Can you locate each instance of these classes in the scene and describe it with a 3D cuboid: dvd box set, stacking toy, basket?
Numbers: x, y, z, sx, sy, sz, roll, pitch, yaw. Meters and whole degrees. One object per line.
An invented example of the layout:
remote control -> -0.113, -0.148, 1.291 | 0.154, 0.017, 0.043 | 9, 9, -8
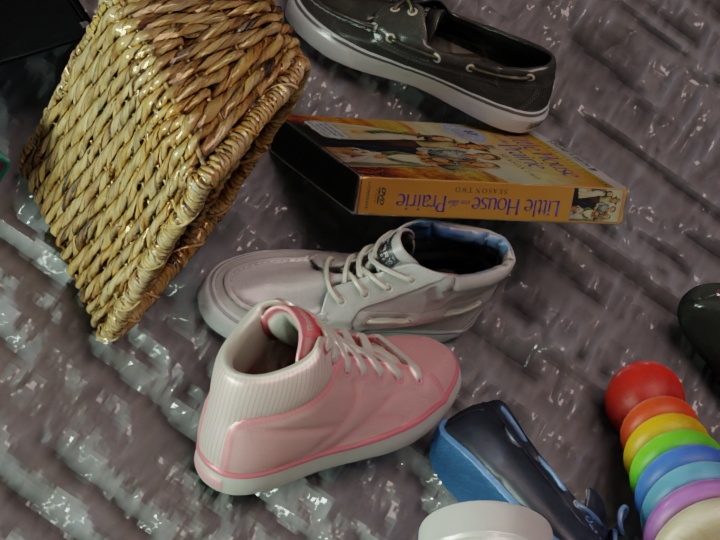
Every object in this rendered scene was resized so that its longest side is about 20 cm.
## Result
dvd box set -> 0.058, -0.068, 1.730 | 0.199, 0.030, 0.146 | 2, 19, -25
stacking toy -> 0.203, 0.125, 1.671 | 0.085, 0.086, 0.200 | 11, 31, -20
basket -> -0.101, -0.069, 1.595 | 0.142, 0.200, 0.149 | -12, 63, -34

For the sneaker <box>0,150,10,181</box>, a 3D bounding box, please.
sneaker -> -0.268, -0.099, 1.605 | 0.121, 0.084, 0.200 | 29, 51, -7

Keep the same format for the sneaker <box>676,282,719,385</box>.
sneaker -> 0.283, 0.103, 1.759 | 0.200, 0.076, 0.116 | 39, 53, 0

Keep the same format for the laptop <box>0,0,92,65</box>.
laptop -> -0.247, -0.183, 1.652 | 0.103, 0.200, 0.178 | -33, 75, -2

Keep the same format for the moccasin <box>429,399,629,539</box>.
moccasin -> 0.130, 0.159, 1.637 | 0.068, 0.081, 0.200 | -33, 79, -30

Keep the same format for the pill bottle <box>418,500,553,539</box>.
pill bottle -> 0.073, 0.243, 1.534 | 0.112, 0.113, 0.201 | 15, 54, -18

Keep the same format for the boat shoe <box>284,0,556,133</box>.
boat shoe -> 0.045, -0.163, 1.801 | 0.199, 0.057, 0.069 | 24, 39, 6

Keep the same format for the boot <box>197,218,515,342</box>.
boot -> 0.000, 0.000, 1.667 | 0.199, 0.096, 0.074 | -1, 60, -27

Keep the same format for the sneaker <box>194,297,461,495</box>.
sneaker -> -0.013, 0.061, 1.607 | 0.200, 0.105, 0.075 | -20, 41, -34
